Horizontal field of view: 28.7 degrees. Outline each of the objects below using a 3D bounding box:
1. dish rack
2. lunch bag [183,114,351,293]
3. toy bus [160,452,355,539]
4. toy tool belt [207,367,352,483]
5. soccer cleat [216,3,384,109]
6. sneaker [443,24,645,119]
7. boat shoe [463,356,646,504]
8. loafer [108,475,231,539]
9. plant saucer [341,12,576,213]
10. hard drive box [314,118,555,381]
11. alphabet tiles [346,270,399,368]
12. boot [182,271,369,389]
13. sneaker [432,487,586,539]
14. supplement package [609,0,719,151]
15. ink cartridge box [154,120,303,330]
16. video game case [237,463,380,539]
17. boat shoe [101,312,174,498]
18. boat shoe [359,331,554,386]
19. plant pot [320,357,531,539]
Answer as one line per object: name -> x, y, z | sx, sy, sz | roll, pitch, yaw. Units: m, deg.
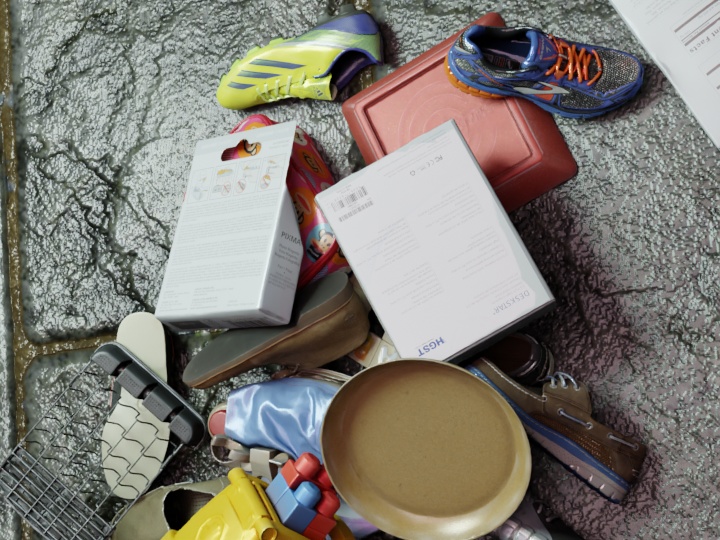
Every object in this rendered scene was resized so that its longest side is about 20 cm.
dish rack -> -0.278, 0.193, 1.488 | 0.153, 0.055, 0.200 | 40, 89, 6
lunch bag -> -0.100, -0.045, 1.494 | 0.176, 0.082, 0.200 | -46, 60, 21
toy bus -> -0.070, 0.277, 1.377 | 0.192, 0.200, 0.136 | -50, 36, 6
toy tool belt -> -0.084, 0.156, 1.427 | 0.199, 0.123, 0.126 | 1, 83, 22
soccer cleat -> -0.066, -0.212, 1.519 | 0.199, 0.065, 0.084 | -24, 77, 17
sneaker -> 0.182, -0.200, 1.387 | 0.198, 0.078, 0.076 | 5, 74, 3
boat shoe -> 0.186, 0.137, 1.346 | 0.200, 0.072, 0.073 | 38, 83, -12
loafer -> -0.198, 0.261, 1.503 | 0.199, 0.067, 0.076 | -24, 74, 25
plant saucer -> 0.093, -0.141, 1.460 | 0.199, 0.037, 0.201 | -29, 73, 16
hard drive box -> 0.072, -0.016, 1.348 | 0.155, 0.077, 0.201 | -28, 79, 3
alphabet tiles -> 0.000, 0.000, 1.460 | 0.200, 0.008, 0.168 | 29, 96, 41
boot -> -0.083, 0.081, 1.418 | 0.199, 0.074, 0.076 | -26, 119, 9
sneaker -> 0.155, 0.208, 1.372 | 0.199, 0.075, 0.116 | 22, 80, 15
supplement package -> 0.333, -0.214, 1.330 | 0.109, 0.114, 0.201 | -37, 73, 15
ink cartridge box -> -0.123, -0.041, 1.436 | 0.162, 0.057, 0.201 | -6, 62, 43
video game case -> -0.024, 0.213, 1.472 | 0.199, 0.019, 0.144 | -28, 74, 16
boat shoe -> -0.240, 0.147, 1.546 | 0.073, 0.063, 0.203 | 3, 84, 2
boat shoe -> 0.089, 0.088, 1.409 | 0.199, 0.068, 0.072 | -3, 78, 20
plant pot -> 0.061, 0.165, 1.312 | 0.199, 0.028, 0.201 | 6, 116, 12
